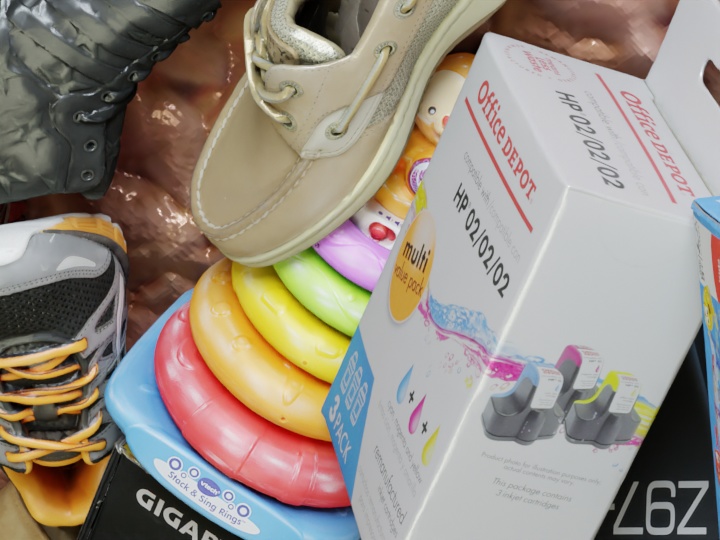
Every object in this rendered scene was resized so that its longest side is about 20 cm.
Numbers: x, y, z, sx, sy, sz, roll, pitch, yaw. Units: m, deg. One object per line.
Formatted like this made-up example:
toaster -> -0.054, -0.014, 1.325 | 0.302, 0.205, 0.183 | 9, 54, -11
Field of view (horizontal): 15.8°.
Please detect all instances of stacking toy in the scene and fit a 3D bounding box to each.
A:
stacking toy -> 0.000, 0.000, 0.965 | 0.116, 0.110, 0.200 | 34, 123, 1

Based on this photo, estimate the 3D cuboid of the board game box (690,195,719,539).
board game box -> 0.208, 0.067, 0.784 | 0.199, 0.056, 0.197 | -6, 100, -2

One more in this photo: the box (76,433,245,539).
box -> -0.031, 0.168, 1.045 | 0.200, 0.049, 0.160 | 33, 128, 11

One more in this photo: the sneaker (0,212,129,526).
sneaker -> -0.121, 0.038, 1.012 | 0.078, 0.078, 0.200 | -9, 157, 0

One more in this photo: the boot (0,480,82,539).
boot -> -0.199, 0.138, 1.199 | 0.175, 0.066, 0.200 | 34, 137, -21

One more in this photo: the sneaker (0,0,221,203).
sneaker -> -0.100, -0.075, 0.929 | 0.199, 0.060, 0.105 | -13, 120, 6

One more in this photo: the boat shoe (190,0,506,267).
boat shoe -> -0.010, -0.079, 0.883 | 0.065, 0.072, 0.200 | 6, 138, -40

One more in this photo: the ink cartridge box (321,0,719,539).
ink cartridge box -> 0.060, 0.002, 0.863 | 0.068, 0.115, 0.201 | 14, 115, -20

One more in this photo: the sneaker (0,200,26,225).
sneaker -> -0.162, -0.047, 1.003 | 0.078, 0.082, 0.200 | 22, 133, 9

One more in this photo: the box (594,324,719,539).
box -> 0.149, 0.077, 0.909 | 0.199, 0.161, 0.043 | -3, 166, 29
